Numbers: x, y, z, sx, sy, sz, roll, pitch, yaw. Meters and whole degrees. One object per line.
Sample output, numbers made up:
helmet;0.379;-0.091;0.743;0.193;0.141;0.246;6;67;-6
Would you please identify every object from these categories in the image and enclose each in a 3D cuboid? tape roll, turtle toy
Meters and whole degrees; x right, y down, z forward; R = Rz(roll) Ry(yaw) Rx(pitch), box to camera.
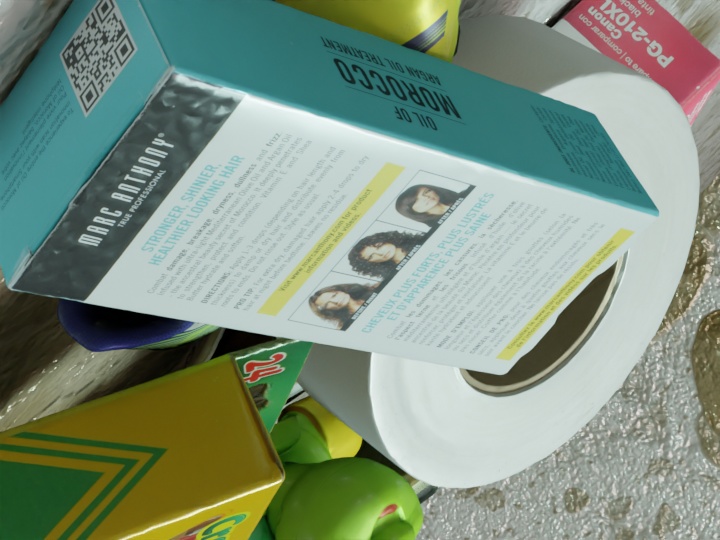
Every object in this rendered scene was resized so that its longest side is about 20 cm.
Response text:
tape roll;0.057;-0.007;0.795;0.202;0.071;0.203;-25;132;-31
turtle toy;-0.050;0.127;0.845;0.145;0.102;0.200;-21;171;-42

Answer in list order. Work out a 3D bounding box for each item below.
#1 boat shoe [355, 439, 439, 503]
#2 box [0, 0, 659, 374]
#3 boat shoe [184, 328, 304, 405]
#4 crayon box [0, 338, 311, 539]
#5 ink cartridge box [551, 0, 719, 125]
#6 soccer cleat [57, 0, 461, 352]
boat shoe;0.013;0.100;0.953;0.201;0.072;0.066;-38;155;26
box;-0.007;-0.024;0.528;0.199;0.049;0.082;13;129;-43
boat shoe;0.000;0.000;0.849;0.200;0.075;0.068;-45;176;6
crayon box;-0.107;0.093;0.638;0.199;0.051;0.127;-19;161;-20
ink cartridge box;0.089;-0.048;0.986;0.200;0.084;0.145;-43;170;-14
soccer cleat;-0.034;-0.041;0.571;0.084;0.065;0.200;-29;162;-50
